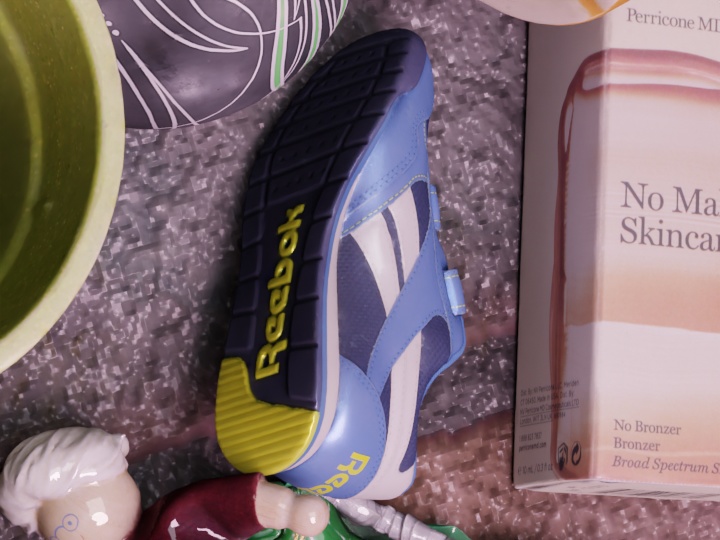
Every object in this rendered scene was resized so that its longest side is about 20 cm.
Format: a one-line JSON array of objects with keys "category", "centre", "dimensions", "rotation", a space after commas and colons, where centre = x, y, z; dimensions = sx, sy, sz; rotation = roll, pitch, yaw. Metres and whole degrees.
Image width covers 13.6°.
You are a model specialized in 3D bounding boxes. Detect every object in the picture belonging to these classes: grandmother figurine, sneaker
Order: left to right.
[{"category": "grandmother figurine", "centre": [-0.051, 0.126, 1.150], "dimensions": [0.200, 0.061, 0.122], "rotation": [35, 112, 3]}, {"category": "sneaker", "centre": [0.000, 0.000, 1.199], "dimensions": [0.082, 0.074, 0.201], "rotation": [29, 63, -35]}]

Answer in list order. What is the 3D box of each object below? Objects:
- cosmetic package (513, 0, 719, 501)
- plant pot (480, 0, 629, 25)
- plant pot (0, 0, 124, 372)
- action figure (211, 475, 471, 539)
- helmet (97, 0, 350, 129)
[{"category": "cosmetic package", "centre": [0.125, -0.008, 1.241], "dimensions": [0.103, 0.087, 0.201], "rotation": [4, 82, -19]}, {"category": "plant pot", "centre": [0.105, -0.198, 1.175], "dimensions": [0.200, 0.200, 0.183], "rotation": [51, 56, -8]}, {"category": "plant pot", "centre": [-0.205, -0.038, 1.061], "dimensions": [0.199, 0.190, 0.201], "rotation": [3, 82, -21]}, {"category": "action figure", "centre": [0.020, 0.138, 1.204], "dimensions": [0.199, 0.055, 0.119], "rotation": [30, 77, -11]}, {"category": "helmet", "centre": [-0.086, -0.151, 1.132], "dimensions": [0.191, 0.200, 0.200], "rotation": [43, 70, 7]}]
